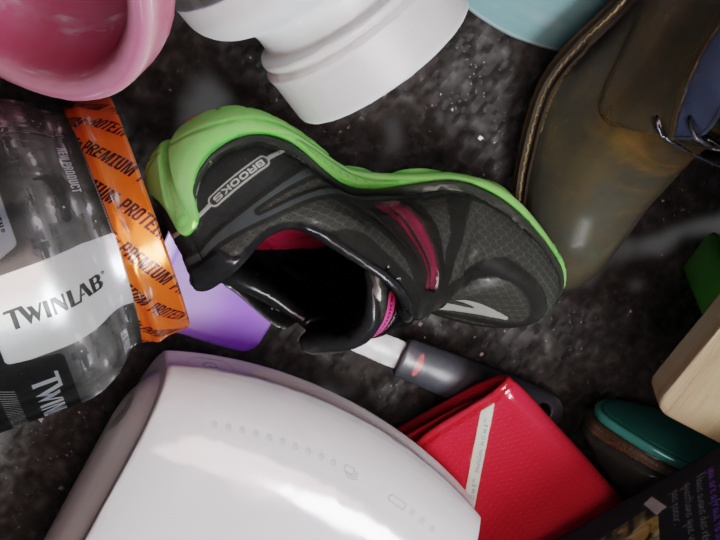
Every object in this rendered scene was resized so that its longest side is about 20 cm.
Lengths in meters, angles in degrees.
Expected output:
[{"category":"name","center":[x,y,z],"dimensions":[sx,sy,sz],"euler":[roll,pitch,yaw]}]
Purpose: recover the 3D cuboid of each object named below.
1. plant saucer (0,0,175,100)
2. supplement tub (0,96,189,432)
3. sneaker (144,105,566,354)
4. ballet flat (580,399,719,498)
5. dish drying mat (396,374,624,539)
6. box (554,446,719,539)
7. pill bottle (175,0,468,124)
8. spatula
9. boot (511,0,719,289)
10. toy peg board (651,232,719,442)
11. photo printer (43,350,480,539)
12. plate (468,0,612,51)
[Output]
[{"category":"plant saucer","center":[-0.136,-0.153,0.811],"dimensions":[0.051,0.200,0.201],"euler":[-47,113,-29]},{"category":"supplement tub","center":[-0.173,0.010,0.872],"dimensions":[0.199,0.123,0.123],"euler":[-20,109,-6]},{"category":"sneaker","center":[0.000,0.000,0.906],"dimensions":[0.199,0.084,0.077],"euler":[13,143,-36]},{"category":"ballet flat","center":[0.181,0.112,1.012],"dimensions":[0.198,0.068,0.069],"euler":[14,110,-16]},{"category":"dish drying mat","center":[0.095,0.131,1.007],"dimensions":[0.077,0.018,0.200],"euler":[-31,112,24]},{"category":"box","center":[0.121,0.177,0.953],"dimensions":[0.199,0.106,0.122],"euler":[-33,114,29]},{"category":"pill bottle","center":[-0.045,-0.158,0.859],"dimensions":[0.110,0.111,0.201],"euler":[-36,110,-1]},{"category":"spatula","center":[0.002,0.029,0.970],"dimensions":[0.199,0.021,0.057],"euler":[24,98,-18]},{"category":"boot","center":[0.124,-0.060,0.918],"dimensions":[0.074,0.097,0.201],"euler":[13,116,-24]},{"category":"toy peg board","center":[0.250,-0.001,0.957],"dimensions":[0.198,0.098,0.200],"euler":[26,117,-21]},{"category":"photo printer","center":[-0.055,0.141,0.957],"dimensions":[0.166,0.069,0.201],"euler":[27,101,-15]},{"category":"plate","center":[0.107,-0.185,0.931],"dimensions":[0.198,0.026,0.202],"euler":[-3,106,-11]}]
